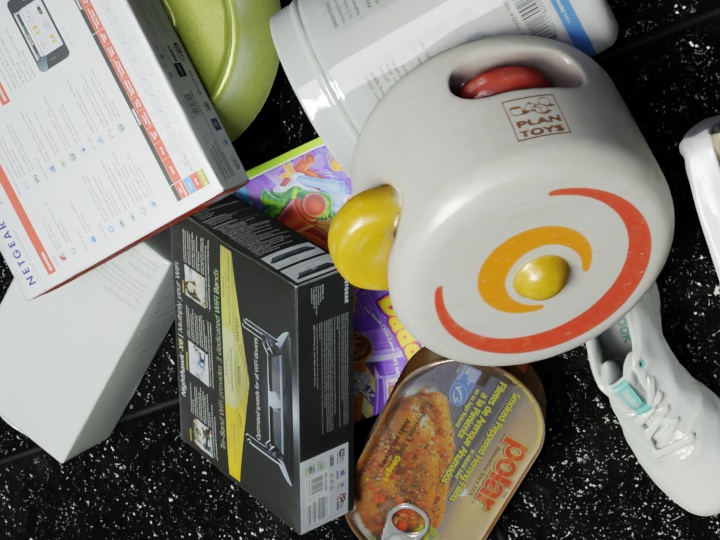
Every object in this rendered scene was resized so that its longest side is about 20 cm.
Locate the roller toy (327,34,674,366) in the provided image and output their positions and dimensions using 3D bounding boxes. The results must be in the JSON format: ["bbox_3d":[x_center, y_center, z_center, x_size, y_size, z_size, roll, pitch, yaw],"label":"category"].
[{"bbox_3d":[0.092,-0.038,1.010,0.182,0.199,0.141,-41,43,21],"label":"roller toy"}]

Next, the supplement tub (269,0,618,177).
[{"bbox_3d":[0.055,-0.160,1.073,0.199,0.132,0.133,-28,90,11],"label":"supplement tub"}]

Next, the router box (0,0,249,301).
[{"bbox_3d":[-0.200,-0.108,1.142,0.178,0.049,0.202,-26,92,22],"label":"router box"}]

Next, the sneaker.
[{"bbox_3d":[0.192,0.083,1.113,0.075,0.088,0.202,-27,91,24],"label":"sneaker"}]

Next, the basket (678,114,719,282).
[{"bbox_3d":[0.291,-0.011,1.029,0.122,0.135,0.202,-16,95,20],"label":"basket"}]

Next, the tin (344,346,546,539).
[{"bbox_3d":[0.061,0.132,1.176,0.111,0.042,0.201,27,125,-1],"label":"tin"}]

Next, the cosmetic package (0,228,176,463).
[{"bbox_3d":[-0.212,0.034,1.277,0.113,0.081,0.201,38,114,11],"label":"cosmetic package"}]

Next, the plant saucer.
[{"bbox_3d":[-0.152,-0.170,1.156,0.198,0.031,0.203,4,103,17],"label":"plant saucer"}]

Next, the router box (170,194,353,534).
[{"bbox_3d":[-0.071,0.064,1.179,0.157,0.052,0.202,31,130,44],"label":"router box"}]

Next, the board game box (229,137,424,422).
[{"bbox_3d":[0.000,0.000,1.199,0.133,0.045,0.202,-23,92,25],"label":"board game box"}]
